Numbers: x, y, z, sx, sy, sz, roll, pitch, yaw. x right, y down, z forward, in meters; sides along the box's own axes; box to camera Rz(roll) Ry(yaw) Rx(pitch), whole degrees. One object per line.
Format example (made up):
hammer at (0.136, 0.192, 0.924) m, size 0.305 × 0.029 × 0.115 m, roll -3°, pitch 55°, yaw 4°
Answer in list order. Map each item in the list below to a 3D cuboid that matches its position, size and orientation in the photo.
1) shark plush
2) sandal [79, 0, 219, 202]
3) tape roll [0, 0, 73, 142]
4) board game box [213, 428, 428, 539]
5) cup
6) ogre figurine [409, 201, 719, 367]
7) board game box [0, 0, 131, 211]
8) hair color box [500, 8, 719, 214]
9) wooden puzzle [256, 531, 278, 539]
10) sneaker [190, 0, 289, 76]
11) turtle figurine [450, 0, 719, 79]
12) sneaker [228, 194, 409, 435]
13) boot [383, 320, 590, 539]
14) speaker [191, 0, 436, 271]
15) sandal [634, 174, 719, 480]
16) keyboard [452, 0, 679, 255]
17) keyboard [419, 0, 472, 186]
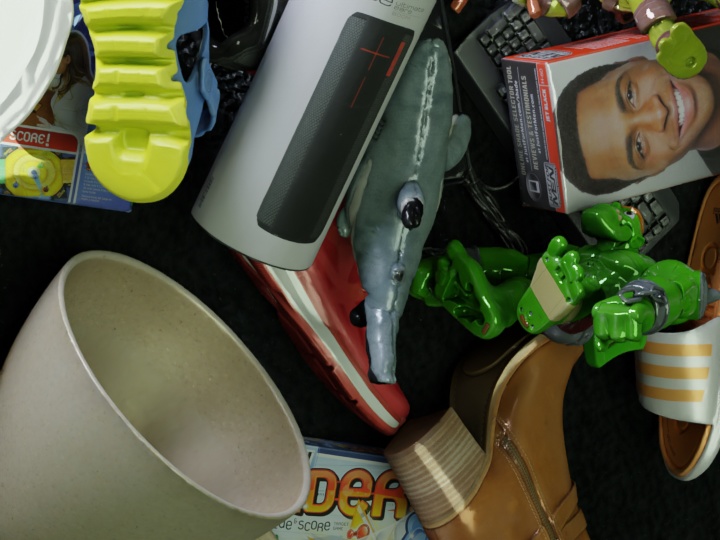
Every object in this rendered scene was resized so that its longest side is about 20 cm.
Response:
shark plush at (0.014, -0.037, 1.655) m, size 0.091 × 0.083 × 0.201 m, roll 22°, pitch 77°, yaw -14°
sandal at (-0.116, -0.144, 1.585) m, size 0.079 × 0.087 × 0.201 m, roll 10°, pitch 105°, yaw 17°
tape roll at (-0.265, -0.155, 1.555) m, size 0.201 × 0.071 × 0.204 m, roll -4°, pitch 100°, yaw -21°
board game box at (-0.018, 0.178, 1.797) m, size 0.199 × 0.034 × 0.136 m, roll 9°, pitch 97°, yaw -24°
cup at (-0.149, 0.110, 1.661) m, size 0.200 × 0.201 × 0.143 m, roll 39°, pitch 111°, yaw -24°
ogre figurine at (0.130, 0.012, 1.719) m, size 0.120 × 0.200 × 0.099 m, roll -6°, pitch 81°, yaw -40°
board game box at (-0.222, -0.115, 1.644) m, size 0.199 × 0.034 × 0.136 m, roll 8°, pitch 95°, yaw -24°
hair color box at (0.195, -0.108, 1.803) m, size 0.199 × 0.061 × 0.102 m, roll -15°, pitch 104°, yaw -24°
wooden puzzle at (-0.094, 0.268, 1.748) m, size 0.185 × 0.046 × 0.200 m, roll -35°, pitch 120°, yaw -1°
sneaker at (-0.082, -0.210, 1.649) m, size 0.098 × 0.071 × 0.201 m, roll -21°, pitch 102°, yaw -60°
turtle figurine at (0.170, -0.180, 1.752) m, size 0.199 × 0.161 × 0.065 m, roll -30°, pitch 133°, yaw -13°
sneaker at (0.000, 0.000, 1.747) m, size 0.115 × 0.078 × 0.200 m, roll -38°, pitch 113°, yaw -10°
boot at (0.117, 0.124, 1.791) m, size 0.200 × 0.077 × 0.156 m, roll -46°, pitch 108°, yaw -38°
speaker at (-0.024, -0.105, 1.631) m, size 0.081 × 0.081 × 0.201 m, roll 19°, pitch 107°, yaw -24°
sandal at (0.211, 0.033, 1.845) m, size 0.059 × 0.079 × 0.208 m, roll 10°, pitch 88°, yaw -22°
keyboard at (0.118, -0.072, 1.812) m, size 0.127 × 0.021 × 0.200 m, roll -41°, pitch 112°, yaw -10°
keyboard at (0.002, -0.145, 1.730) m, size 0.104 × 0.040 × 0.201 m, roll -8°, pitch 84°, yaw -18°
